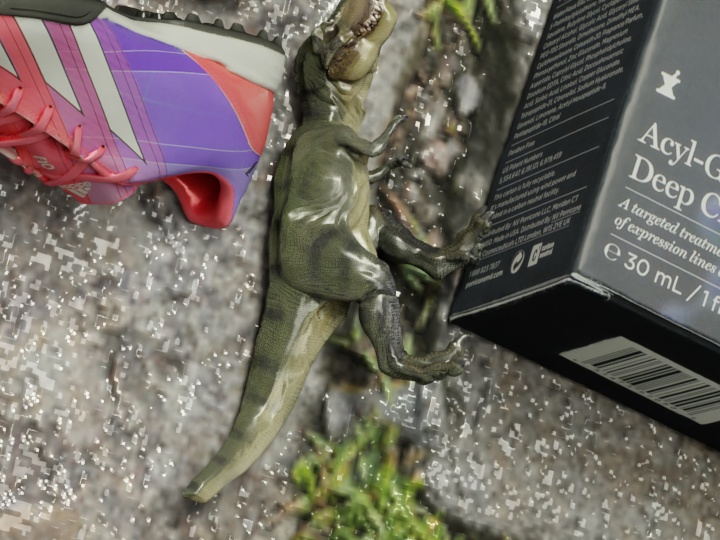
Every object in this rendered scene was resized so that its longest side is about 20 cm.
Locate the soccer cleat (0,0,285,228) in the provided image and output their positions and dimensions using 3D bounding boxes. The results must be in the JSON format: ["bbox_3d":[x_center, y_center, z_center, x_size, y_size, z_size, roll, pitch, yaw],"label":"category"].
[{"bbox_3d":[-0.103,-0.060,1.026,0.199,0.068,0.074,8,92,-50],"label":"soccer cleat"}]

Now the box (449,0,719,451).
[{"bbox_3d":[0.145,-0.048,1.144,0.148,0.107,0.201,25,71,-19],"label":"box"}]

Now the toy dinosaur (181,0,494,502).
[{"bbox_3d":[0.000,0.000,1.103,0.088,0.047,0.201,16,75,-7],"label":"toy dinosaur"}]
